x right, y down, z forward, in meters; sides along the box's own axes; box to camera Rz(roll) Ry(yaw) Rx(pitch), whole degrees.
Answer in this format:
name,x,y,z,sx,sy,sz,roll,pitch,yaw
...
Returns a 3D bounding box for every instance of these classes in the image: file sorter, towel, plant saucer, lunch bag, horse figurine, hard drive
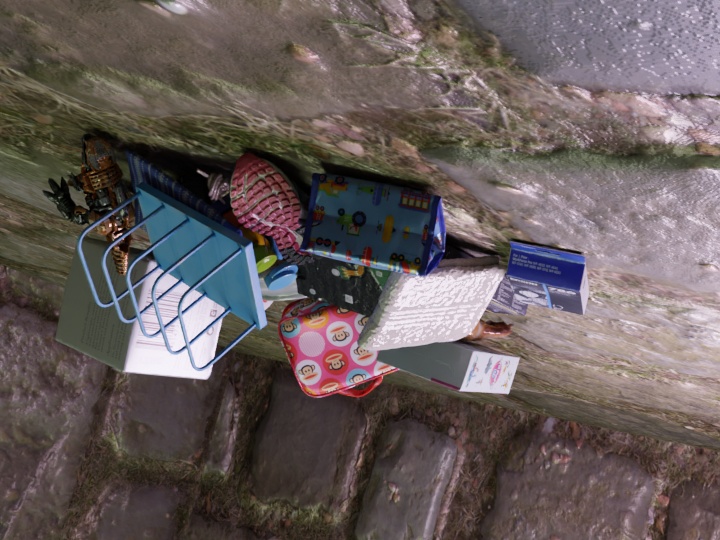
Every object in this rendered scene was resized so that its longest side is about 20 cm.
name,x,y,z,sx,sy,sz,roll,pitch,yaw
file sorter,-0.234,0.011,1.212,0.198,0.123,0.140,27,142,30
towel,-0.226,-0.054,1.263,0.199,0.024,0.146,35,147,19
plant saucer,-0.103,0.015,1.528,0.197,0.051,0.200,-7,-175,1
towel,0.095,0.040,1.283,0.198,0.134,0.035,-3,-139,-39
lunch bag,0.025,-0.052,1.184,0.148,0.096,0.200,12,-178,10
horse figurine,0.141,0.076,1.467,0.131,0.051,0.200,14,175,25
hard drive,0.000,0.000,1.348,0.197,0.038,0.141,17,137,22
lunch bag,-0.018,0.116,1.559,0.197,0.178,0.082,-18,-163,9

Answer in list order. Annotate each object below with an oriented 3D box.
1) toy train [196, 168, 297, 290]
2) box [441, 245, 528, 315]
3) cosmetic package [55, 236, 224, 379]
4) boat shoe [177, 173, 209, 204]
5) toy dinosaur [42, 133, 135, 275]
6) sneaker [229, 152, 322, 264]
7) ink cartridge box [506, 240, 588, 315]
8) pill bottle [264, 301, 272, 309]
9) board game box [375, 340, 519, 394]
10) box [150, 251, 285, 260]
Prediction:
name,x,y,z,sx,sy,sz,roll,pitch,yaw
toy train,-0.148,-0.048,1.257,0.117,0.084,0.200,58,-175,21
box,0.127,0.014,1.424,0.199,0.050,0.160,24,168,-41
cosmetic package,-0.331,0.057,1.493,0.198,0.168,0.164,16,-178,42
boat shoe,-0.240,-0.092,1.373,0.068,0.058,0.200,7,175,-16
toy dinosaur,-0.344,-0.085,1.295,0.101,0.203,0.135,-8,-154,-42
sneaker,-0.105,-0.082,1.208,0.080,0.076,0.200,-21,147,9
ink cartridge box,0.245,0.013,1.281,0.098,0.040,0.200,13,168,18
pill bottle,-0.235,-0.003,1.670,0.111,0.114,0.199,6,165,41
board game box,0.136,0.133,1.482,0.146,0.065,0.199,18,-177,30
box,-0.215,-0.036,1.481,0.197,0.044,0.160,5,-177,-11
